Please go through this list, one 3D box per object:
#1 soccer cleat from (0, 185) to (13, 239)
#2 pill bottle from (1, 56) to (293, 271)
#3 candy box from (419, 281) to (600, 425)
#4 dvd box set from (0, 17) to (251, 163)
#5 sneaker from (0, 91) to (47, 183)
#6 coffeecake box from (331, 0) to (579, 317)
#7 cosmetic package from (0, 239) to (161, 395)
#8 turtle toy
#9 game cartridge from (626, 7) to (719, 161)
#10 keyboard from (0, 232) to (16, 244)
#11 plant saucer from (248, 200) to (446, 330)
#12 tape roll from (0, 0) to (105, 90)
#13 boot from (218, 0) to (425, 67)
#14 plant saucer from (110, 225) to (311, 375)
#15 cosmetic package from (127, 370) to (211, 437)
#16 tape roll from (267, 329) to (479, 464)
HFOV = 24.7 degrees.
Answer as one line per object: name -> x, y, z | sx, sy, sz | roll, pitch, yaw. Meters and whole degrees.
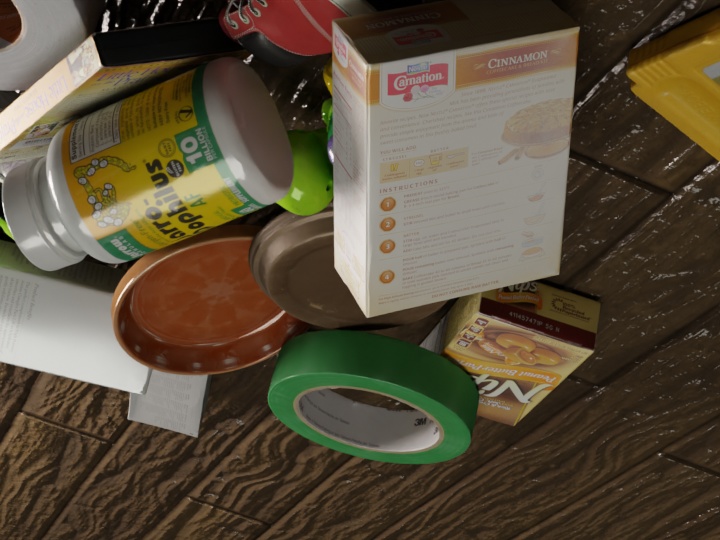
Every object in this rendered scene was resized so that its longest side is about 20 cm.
soccer cleat -> -0.249, -0.052, 1.462 | 0.199, 0.068, 0.081 | -2, 156, 30
pill bottle -> -0.160, -0.072, 1.216 | 0.199, 0.113, 0.113 | -20, 141, 18
candy box -> 0.132, 0.075, 1.543 | 0.115, 0.055, 0.200 | 18, 150, -9
dvd box set -> -0.187, -0.136, 1.249 | 0.146, 0.030, 0.200 | -15, 173, -40
sneaker -> -0.293, -0.114, 1.335 | 0.199, 0.100, 0.075 | 22, 108, -27
coffeecake box -> 0.063, -0.082, 1.138 | 0.153, 0.073, 0.201 | -12, 126, -17
cosmetic package -> -0.291, 0.042, 1.588 | 0.199, 0.074, 0.102 | 15, 109, -11
turtle toy -> 0.016, -0.090, 1.255 | 0.199, 0.101, 0.146 | -1, 148, 23
game cartridge -> 0.309, -0.129, 1.141 | 0.176, 0.033, 0.200 | 32, 145, -30
keyboard -> -0.335, 0.025, 1.683 | 0.104, 0.040, 0.200 | -29, 133, 19
plant saucer -> 0.000, 0.000, 1.454 | 0.199, 0.030, 0.200 | 0, 147, 0
tape roll -> -0.286, -0.215, 1.195 | 0.199, 0.066, 0.200 | 11, 151, 6
boot -> -0.066, -0.206, 1.121 | 0.144, 0.073, 0.200 | -6, 149, 33
plant saucer -> -0.132, 0.025, 1.520 | 0.199, 0.032, 0.201 | -12, 143, -9
cosmetic package -> -0.198, 0.109, 1.741 | 0.082, 0.051, 0.200 | 17, 151, -1
tape roll -> 0.013, 0.124, 1.576 | 0.200, 0.048, 0.201 | 11, 152, 6
